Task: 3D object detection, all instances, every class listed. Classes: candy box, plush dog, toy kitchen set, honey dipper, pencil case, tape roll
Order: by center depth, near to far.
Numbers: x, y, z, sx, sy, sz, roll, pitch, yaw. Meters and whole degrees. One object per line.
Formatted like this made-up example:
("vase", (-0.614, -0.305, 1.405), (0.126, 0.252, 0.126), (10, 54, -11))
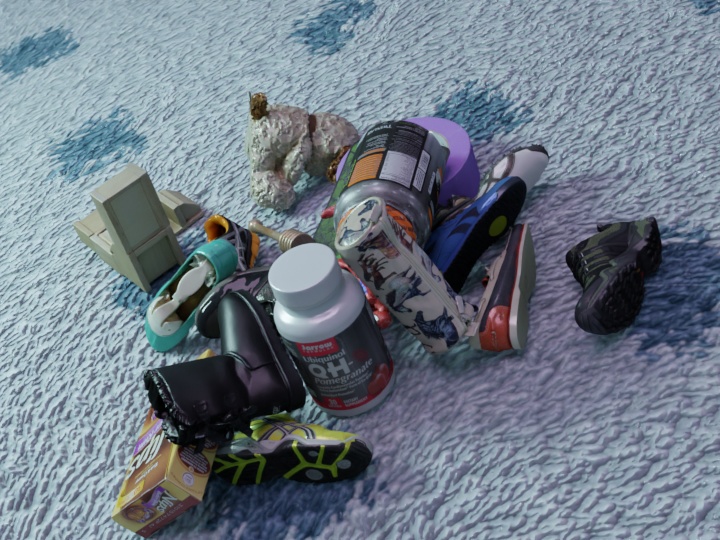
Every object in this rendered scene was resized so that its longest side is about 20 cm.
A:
("pencil case", (0.052, 0.006, 1.333), (0.089, 0.200, 0.078), (-19, 32, 44))
("candy box", (-0.215, 0.202, 1.363), (0.116, 0.056, 0.201), (-37, 28, 34))
("honey dipper", (-0.117, -0.049, 1.637), (0.038, 0.038, 0.200), (-33, 21, -15))
("tape roll", (0.069, -0.135, 1.658), (0.199, 0.066, 0.201), (-13, 40, 11))
("toy kitchen set", (-0.336, -0.112, 1.730), (0.163, 0.181, 0.200), (-38, 45, -22))
("plush dog", (-0.085, -0.199, 1.762), (0.170, 0.161, 0.201), (0, 37, -10))

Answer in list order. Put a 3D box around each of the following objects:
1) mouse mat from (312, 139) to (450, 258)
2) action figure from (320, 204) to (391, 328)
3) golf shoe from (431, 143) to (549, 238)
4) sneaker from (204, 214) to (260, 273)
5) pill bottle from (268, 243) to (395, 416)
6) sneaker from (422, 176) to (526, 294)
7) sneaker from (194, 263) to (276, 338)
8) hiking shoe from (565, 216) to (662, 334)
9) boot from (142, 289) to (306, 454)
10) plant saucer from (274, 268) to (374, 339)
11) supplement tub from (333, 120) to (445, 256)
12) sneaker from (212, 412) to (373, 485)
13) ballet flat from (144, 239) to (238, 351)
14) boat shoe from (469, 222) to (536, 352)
("mouse mat", (0.024, -0.092, 1.572), (0.160, 0.008, 0.201), (8, 66, 31))
("action figure", (0.000, 0.000, 1.473), (0.051, 0.066, 0.201), (-32, 46, 5))
("golf shoe", (0.189, -0.086, 1.544), (0.200, 0.078, 0.094), (-39, 48, -8))
("sneaker", (-0.188, -0.004, 1.599), (0.078, 0.077, 0.201), (-39, 29, 18))
("pill bottle", (-0.036, 0.068, 1.357), (0.110, 0.201, 0.111), (-14, 39, 11))
("sneaker", (0.127, -0.048, 1.465), (0.201, 0.066, 0.078), (-53, 50, 11))
("sneaker", (-0.113, 0.048, 1.466), (0.198, 0.077, 0.114), (-19, 32, -4))
("hiking shoe", (0.289, 0.009, 1.387), (0.100, 0.076, 0.200), (0, 33, 38))
("boot", (-0.171, 0.112, 1.334), (0.161, 0.074, 0.199), (-15, 50, -26))
("plant saucer", (-0.044, 0.032, 1.539), (0.199, 0.035, 0.201), (-14, 38, 11))
("supplement tub", (0.035, -0.089, 1.444), (0.122, 0.123, 0.201), (-6, 36, 19))
("sneaker", (-0.078, 0.196, 1.328), (0.198, 0.076, 0.077), (-3, 43, 21))
("ballet flat", (-0.239, 0.036, 1.524), (0.200, 0.067, 0.070), (-48, -11, 24))
("boat shoe", (0.178, 0.018, 1.425), (0.062, 0.071, 0.201), (-6, 45, 23))
